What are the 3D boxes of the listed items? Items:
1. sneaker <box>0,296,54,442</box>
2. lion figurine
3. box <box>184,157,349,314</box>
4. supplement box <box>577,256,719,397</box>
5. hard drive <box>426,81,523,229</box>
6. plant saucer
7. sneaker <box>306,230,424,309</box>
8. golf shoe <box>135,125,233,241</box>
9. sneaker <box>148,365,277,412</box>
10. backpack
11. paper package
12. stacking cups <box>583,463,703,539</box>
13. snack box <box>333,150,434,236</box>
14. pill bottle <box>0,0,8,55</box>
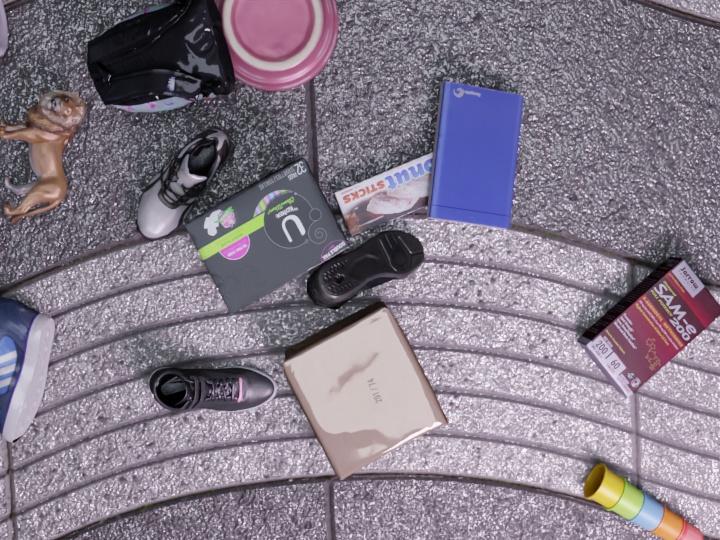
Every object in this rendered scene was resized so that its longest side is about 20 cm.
[{"bbox_3d":[-0.546,0.139,1.520,0.144,0.081,0.204,16,96,4],"label":"sneaker"},{"bbox_3d":[-0.467,-0.165,1.510,0.120,0.073,0.204,-2,108,-16],"label":"lion figurine"},{"bbox_3d":[-0.136,-0.053,1.501,0.198,0.124,0.150,-30,94,-2],"label":"box"},{"bbox_3d":[0.445,0.086,1.573,0.199,0.061,0.109,-42,95,-1],"label":"supplement box"},{"bbox_3d":[0.173,-0.172,1.539,0.129,0.025,0.205,7,88,-15],"label":"hard drive"},{"bbox_3d":[-0.129,-0.371,1.516,0.196,0.051,0.205,0,94,-4],"label":"plant saucer"},{"bbox_3d":[0.000,0.000,1.543,0.197,0.114,0.077,-25,90,-29],"label":"sneaker"},{"bbox_3d":[-0.267,-0.130,1.504,0.077,0.095,0.201,36,93,-6],"label":"golf shoe"},{"bbox_3d":[-0.223,0.181,1.524,0.195,0.099,0.072,4,92,-5],"label":"sneaker"},{"bbox_3d":[-0.287,-0.297,1.467,0.196,0.126,0.170,-16,84,9],"label":"backpack"},{"bbox_3d":[0.003,0.176,1.534,0.188,0.103,0.203,-27,96,-1],"label":"paper package"},{"bbox_3d":[0.445,0.374,1.600,0.198,0.061,0.061,30,92,-10],"label":"stacking cups"},{"bbox_3d":[0.062,-0.122,1.556,0.197,0.024,0.073,-23,95,-2],"label":"snack box"},{"bbox_3d":[-0.617,-0.352,1.459,0.195,0.116,0.119,-8,94,-2],"label":"pill bottle"}]
